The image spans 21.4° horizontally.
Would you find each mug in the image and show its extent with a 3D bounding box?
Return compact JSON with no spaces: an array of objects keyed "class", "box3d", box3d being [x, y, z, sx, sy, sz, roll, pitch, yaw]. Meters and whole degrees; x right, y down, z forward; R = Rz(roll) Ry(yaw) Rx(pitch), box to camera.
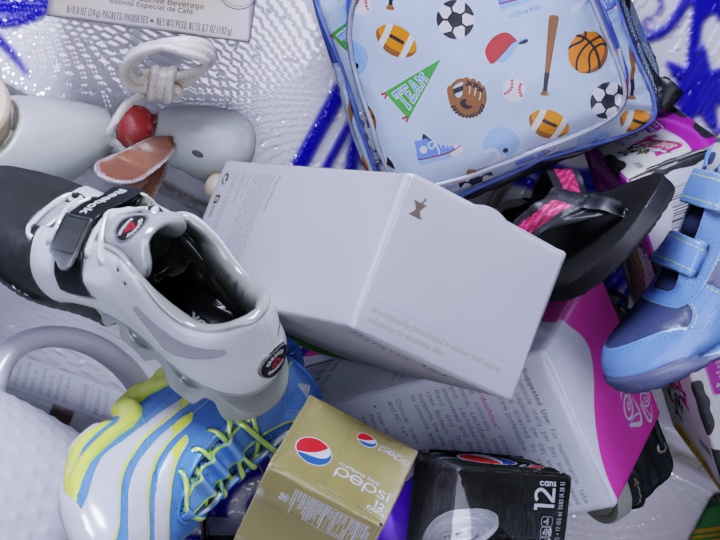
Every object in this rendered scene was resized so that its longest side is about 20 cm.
[{"class":"mug","box3d":[-0.177,0.126,1.022,0.175,0.147,0.201,29,69,-23]}]

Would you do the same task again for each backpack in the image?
[{"class":"backpack","box3d":[0.058,-0.140,1.037,0.199,0.154,0.191,-21,95,4]}]

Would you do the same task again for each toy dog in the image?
[{"class":"toy dog","box3d":[-0.160,-0.051,1.055,0.199,0.132,0.097,-7,68,5]}]

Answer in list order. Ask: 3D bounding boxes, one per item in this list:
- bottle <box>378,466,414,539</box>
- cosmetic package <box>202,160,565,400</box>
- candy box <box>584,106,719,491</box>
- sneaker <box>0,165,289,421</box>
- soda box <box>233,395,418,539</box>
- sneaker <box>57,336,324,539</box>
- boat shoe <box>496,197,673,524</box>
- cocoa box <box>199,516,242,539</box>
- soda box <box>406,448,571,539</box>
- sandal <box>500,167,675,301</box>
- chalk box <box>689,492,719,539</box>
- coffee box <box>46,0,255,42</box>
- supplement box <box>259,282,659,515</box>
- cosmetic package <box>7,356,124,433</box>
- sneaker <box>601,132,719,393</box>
[{"class":"bottle","box3d":[0.033,0.195,1.026,0.083,0.065,0.201,-19,99,-9]},{"class":"cosmetic package","box3d":[0.000,0.000,0.997,0.107,0.200,0.085,26,83,-28]},{"class":"candy box","box3d":[0.192,0.015,1.089,0.061,0.136,0.201,-21,105,1]},{"class":"sneaker","box3d":[-0.117,-0.012,0.950,0.199,0.089,0.074,29,57,15]},{"class":"soda box","box3d":[-0.042,0.164,0.973,0.064,0.068,0.201,28,123,2]},{"class":"sneaker","box3d":[-0.081,0.082,0.973,0.105,0.200,0.076,-28,107,22]},{"class":"boat shoe","box3d":[0.138,0.045,1.129,0.066,0.074,0.200,-22,91,-24]},{"class":"cocoa box","box3d":[-0.002,0.236,1.133,0.199,0.131,0.134,5,104,-6]},{"class":"soda box","box3d":[0.056,0.194,0.961,0.063,0.071,0.201,5,91,-17]},{"class":"sandal","box3d":[0.094,-0.022,1.014,0.045,0.200,0.075,45,69,-15]},{"class":"chalk box","box3d":[0.259,0.238,1.119,0.124,0.200,0.125,22,102,-10]},{"class":"coffee box","box3d":[-0.101,-0.233,1.028,0.112,0.080,0.201,7,104,-5]},{"class":"supplement box","box3d":[0.051,0.083,1.070,0.199,0.101,0.104,-17,108,32]},{"class":"cosmetic package","box3d":[-0.197,0.110,1.115,0.199,0.074,0.102,19,101,-11]},{"class":"sneaker","box3d":[0.188,-0.021,0.973,0.200,0.074,0.082,-45,106,-4]}]
